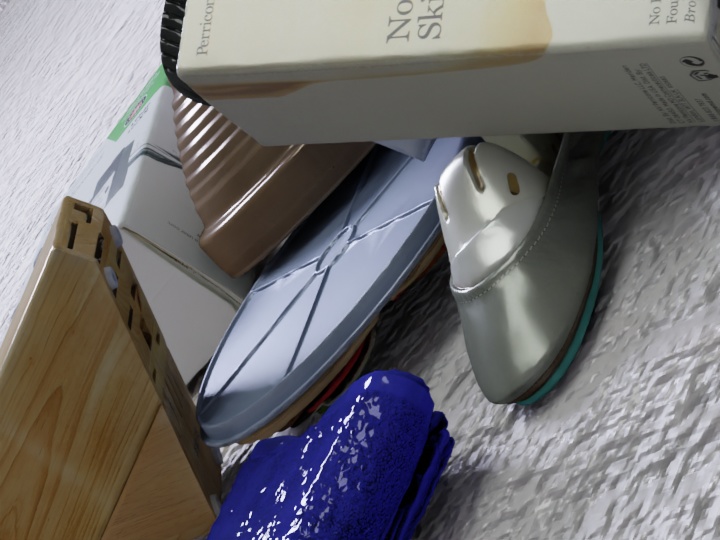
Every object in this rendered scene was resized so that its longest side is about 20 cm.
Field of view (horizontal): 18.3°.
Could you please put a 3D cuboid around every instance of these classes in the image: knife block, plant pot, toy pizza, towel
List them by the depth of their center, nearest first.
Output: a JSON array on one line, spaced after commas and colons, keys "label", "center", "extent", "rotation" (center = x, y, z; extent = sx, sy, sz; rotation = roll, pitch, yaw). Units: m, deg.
[{"label": "towel", "center": [-0.039, 0.139, 0.783], "extent": [0.201, 0.049, 0.148], "rotation": [-62, 11, -26]}, {"label": "toy pizza", "center": [0.000, 0.000, 0.969], "extent": [0.200, 0.032, 0.200], "rotation": [-48, 14, 15]}, {"label": "knife block", "center": [-0.157, 0.090, 0.987], "extent": [0.175, 0.201, 0.064], "rotation": [-21, 22, 5]}, {"label": "plant pot", "center": [-0.028, -0.100, 1.088], "extent": [0.201, 0.093, 0.201], "rotation": [-48, 8, 8]}]

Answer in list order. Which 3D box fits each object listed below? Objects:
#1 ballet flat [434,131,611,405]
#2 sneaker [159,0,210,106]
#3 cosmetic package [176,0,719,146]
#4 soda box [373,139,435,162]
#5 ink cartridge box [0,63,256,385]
[{"label": "ballet flat", "center": [0.057, -0.034, 0.828], "extent": [0.067, 0.064, 0.201], "rotation": [-39, 22, 40]}, {"label": "sneaker", "center": [-0.020, -0.153, 1.002], "extent": [0.201, 0.074, 0.089], "rotation": [-61, -15, -10]}, {"label": "cosmetic package", "center": [0.042, -0.105, 0.782], "extent": [0.199, 0.071, 0.106], "rotation": [-2, 70, 27]}, {"label": "soda box", "center": [0.034, -0.133, 0.962], "extent": [0.200, 0.063, 0.068], "rotation": [-62, -9, -51]}, {"label": "ink cartridge box", "center": [-0.120, -0.006, 1.214], "extent": [0.147, 0.083, 0.200], "rotation": [-49, 17, 27]}]
